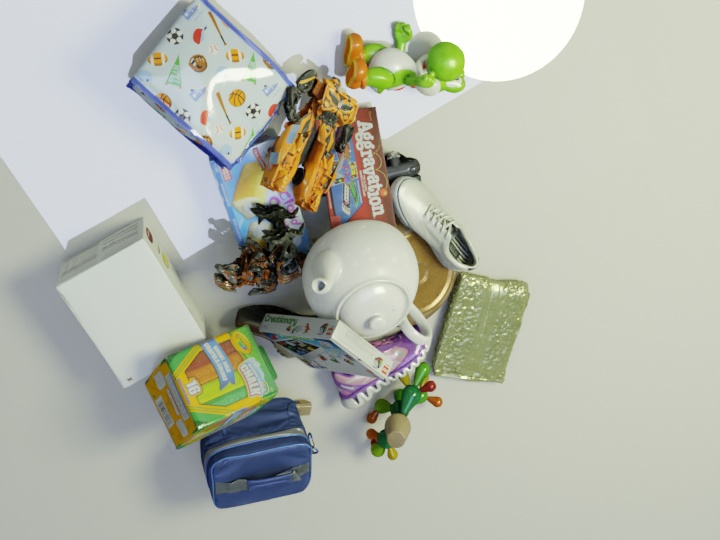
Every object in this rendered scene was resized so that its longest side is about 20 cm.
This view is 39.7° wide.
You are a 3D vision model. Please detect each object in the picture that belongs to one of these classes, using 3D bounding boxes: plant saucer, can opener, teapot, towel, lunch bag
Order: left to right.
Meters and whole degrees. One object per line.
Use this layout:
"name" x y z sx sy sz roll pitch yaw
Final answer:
"lunch bag" -0.218 -0.272 1.475 0.199 0.124 0.171 38 86 -16
"lunch bag" -0.168 0.314 1.681 0.197 0.133 0.137 -10 132 -14
"can opener" 0.003 -0.146 1.608 0.197 0.063 0.080 -9 98 -7
"teapot" 0.012 0.034 1.518 0.197 0.147 0.199 -12 136 -12
"plant saucer" 0.089 0.002 1.664 0.197 0.035 0.204 -9 107 -28
"towel" 0.210 0.103 1.759 0.146 0.037 0.203 9 108 -14

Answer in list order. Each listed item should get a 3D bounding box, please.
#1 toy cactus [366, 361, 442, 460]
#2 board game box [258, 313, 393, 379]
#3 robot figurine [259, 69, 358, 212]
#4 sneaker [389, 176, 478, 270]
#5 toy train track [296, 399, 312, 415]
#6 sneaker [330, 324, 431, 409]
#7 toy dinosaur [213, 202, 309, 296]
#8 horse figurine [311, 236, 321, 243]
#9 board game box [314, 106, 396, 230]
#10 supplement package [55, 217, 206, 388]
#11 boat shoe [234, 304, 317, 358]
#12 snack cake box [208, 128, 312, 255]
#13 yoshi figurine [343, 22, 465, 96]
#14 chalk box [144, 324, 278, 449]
"toy cactus" 0.071 0.259 1.717 0.102 0.165 0.201 37 108 -7
"board game box" -0.057 0.117 1.550 0.126 0.199 0.035 40 68 -32
"robot figurine" -0.069 -0.199 1.508 0.144 0.058 0.203 27 84 -42
"sneaker" 0.126 -0.076 1.604 0.200 0.070 0.073 45 70 -28
"toy train track" -0.183 0.238 1.725 0.197 0.033 0.116 -1 129 -20
"sneaker" 0.029 0.149 1.713 0.199 0.081 0.089 -37 113 4
"toy dinosaur" -0.131 -0.026 1.554 0.198 0.102 0.137 -26 133 -33
"horse figurine" 0.000 0.000 1.666 0.131 0.050 0.203 -19 107 -13
"board game box" -0.009 -0.153 1.568 0.101 0.019 0.203 -9 79 -6
"supplement package" -0.359 0.051 1.580 0.154 0.111 0.202 -28 113 0
"boat shoe" -0.115 0.113 1.675 0.197 0.076 0.075 12 110 -15
"snack cake box" -0.158 -0.109 1.588 0.113 0.067 0.203 -19 113 -3
"yoshi figurine" 0.078 -0.323 1.539 0.197 0.112 0.114 4 103 -16
"chalk box" -0.219 0.177 1.592 0.198 0.124 0.126 -23 79 -35
